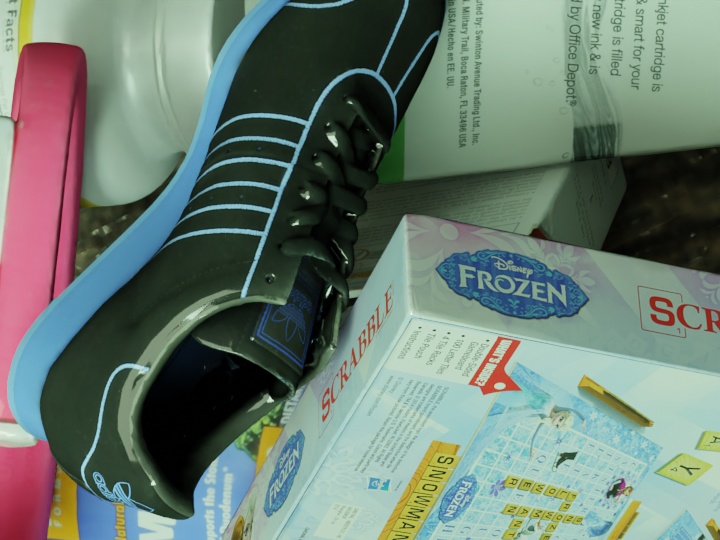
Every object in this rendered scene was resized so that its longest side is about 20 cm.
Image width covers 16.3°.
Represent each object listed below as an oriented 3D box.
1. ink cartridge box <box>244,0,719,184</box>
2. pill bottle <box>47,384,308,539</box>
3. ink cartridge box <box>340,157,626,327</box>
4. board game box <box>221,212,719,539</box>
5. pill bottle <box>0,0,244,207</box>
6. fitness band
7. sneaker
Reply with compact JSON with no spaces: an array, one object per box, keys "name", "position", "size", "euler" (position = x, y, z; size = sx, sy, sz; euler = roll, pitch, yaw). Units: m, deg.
[{"name":"ink cartridge box","position":[0.062,-0.116,0.868],"size":[0.198,0.083,0.148],"euler":[-6,125,-9]},{"name":"pill bottle","position":[-0.080,0.079,0.980],"size":[0.198,0.112,0.113],"euler":[3,91,20]},{"name":"ink cartridge box","position":[0.000,0.000,0.904],"size":[0.161,0.200,0.057],"euler":[-9,115,20]},{"name":"board game box","position":[0.074,0.071,0.828],"size":[0.198,0.200,0.041],"euler":[11,52,-16]},{"name":"pill bottle","position":[-0.134,-0.080,1.000],"size":[0.198,0.112,0.113],"euler":[-2,90,20]},{"name":"fitness band","position":[-0.119,0.018,0.875],"size":[0.037,0.144,0.202],"euler":[5,75,-1]},{"name":"sneaker","position":[-0.025,-0.013,0.781],"size":[0.078,0.070,0.201],"euler":[31,84,43]}]
